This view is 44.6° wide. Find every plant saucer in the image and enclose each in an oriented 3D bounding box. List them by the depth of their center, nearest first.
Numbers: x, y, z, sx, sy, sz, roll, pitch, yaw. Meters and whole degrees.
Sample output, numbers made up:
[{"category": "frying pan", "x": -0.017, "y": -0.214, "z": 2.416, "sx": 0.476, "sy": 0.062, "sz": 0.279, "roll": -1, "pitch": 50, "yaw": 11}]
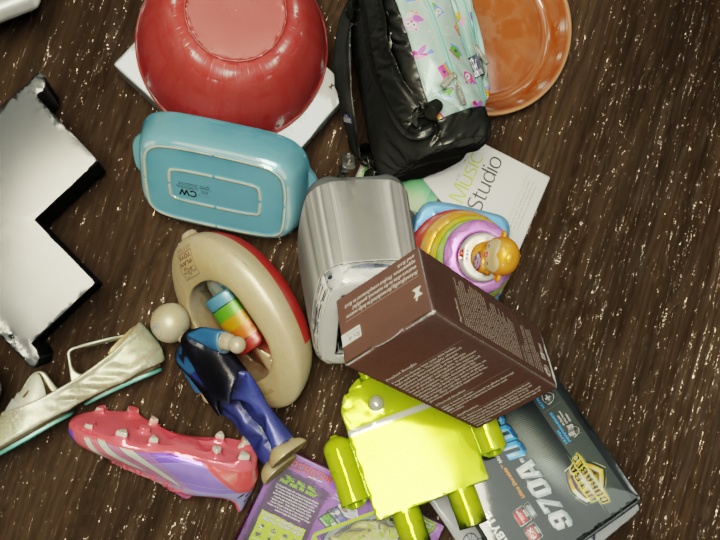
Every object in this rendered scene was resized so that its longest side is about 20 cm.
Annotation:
[{"category": "plant saucer", "x": 0.137, "y": -0.271, "z": 0.979, "sx": 0.197, "sy": 0.032, "sz": 0.203, "roll": 0, "pitch": 88, "yaw": -9}]

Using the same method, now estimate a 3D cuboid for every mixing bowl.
[{"category": "mixing bowl", "x": -0.121, "y": -0.234, "z": 0.850, "sx": 0.197, "sy": 0.108, "sz": 0.203, "roll": 0, "pitch": 87, "yaw": -10}]

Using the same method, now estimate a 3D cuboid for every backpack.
[{"category": "backpack", "x": 0.054, "y": -0.202, "z": 0.880, "sx": 0.125, "sy": 0.166, "sz": 0.203, "roll": -11, "pitch": 84, "yaw": -30}]

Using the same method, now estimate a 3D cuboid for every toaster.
[{"category": "toaster", "x": 0.000, "y": 0.000, "z": 0.855, "sx": 0.112, "sy": 0.201, "sz": 0.130, "roll": -3, "pitch": 51, "yaw": -10}]

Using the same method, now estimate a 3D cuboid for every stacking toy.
[{"category": "stacking toy", "x": 0.110, "y": -0.010, "z": 0.844, "sx": 0.108, "sy": 0.200, "sz": 0.118, "roll": 10, "pitch": 89, "yaw": -8}]

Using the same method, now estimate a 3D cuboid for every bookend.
[{"category": "bookend", "x": -0.315, "y": -0.047, "z": 0.870, "sx": 0.199, "sy": 0.092, "sz": 0.200, "roll": 46, "pitch": 81, "yaw": -6}]

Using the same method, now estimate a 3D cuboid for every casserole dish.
[{"category": "casserole dish", "x": -0.140, "y": -0.089, "z": 0.876, "sx": 0.197, "sy": 0.122, "sz": 0.039, "roll": 13, "pitch": 43, "yaw": 7}]

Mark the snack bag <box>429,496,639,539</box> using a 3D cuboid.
[{"category": "snack bag", "x": 0.194, "y": 0.255, "z": 0.971, "sx": 0.199, "sy": 0.021, "sz": 0.190, "roll": -35, "pitch": 93, "yaw": -9}]

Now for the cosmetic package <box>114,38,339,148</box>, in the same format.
[{"category": "cosmetic package", "x": -0.132, "y": -0.198, "z": 0.925, "sx": 0.200, "sy": 0.052, "sz": 0.151, "roll": 42, "pitch": 84, "yaw": -5}]

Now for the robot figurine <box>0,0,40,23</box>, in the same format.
[{"category": "robot figurine", "x": -0.375, "y": -0.309, "z": 0.861, "sx": 0.198, "sy": 0.113, "sz": 0.171, "roll": -28, "pitch": 73, "yaw": -8}]

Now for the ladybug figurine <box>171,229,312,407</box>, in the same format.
[{"category": "ladybug figurine", "x": -0.114, "y": 0.042, "z": 0.889, "sx": 0.072, "sy": 0.135, "sz": 0.201, "roll": -37, "pitch": 99, "yaw": -47}]

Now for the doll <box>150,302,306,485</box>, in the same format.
[{"category": "doll", "x": -0.133, "y": 0.107, "z": 0.856, "sx": 0.048, "sy": 0.137, "sz": 0.200, "roll": -32, "pitch": 72, "yaw": -35}]

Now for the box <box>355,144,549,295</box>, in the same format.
[{"category": "box", "x": 0.091, "y": -0.079, "z": 0.962, "sx": 0.198, "sy": 0.036, "sz": 0.146, "roll": 25, "pitch": 84, "yaw": -5}]

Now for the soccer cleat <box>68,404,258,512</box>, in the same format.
[{"category": "soccer cleat", "x": -0.202, "y": 0.194, "z": 0.894, "sx": 0.197, "sy": 0.067, "sz": 0.077, "roll": 12, "pitch": 107, "yaw": -4}]

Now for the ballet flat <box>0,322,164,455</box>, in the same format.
[{"category": "ballet flat", "x": -0.295, "y": 0.116, "z": 0.882, "sx": 0.198, "sy": 0.067, "sz": 0.063, "roll": -28, "pitch": 93, "yaw": -18}]

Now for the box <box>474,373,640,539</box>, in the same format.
[{"category": "box", "x": 0.170, "y": 0.200, "z": 0.928, "sx": 0.158, "sy": 0.046, "sz": 0.201, "roll": -31, "pitch": 75, "yaw": -6}]

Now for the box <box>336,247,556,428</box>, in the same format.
[{"category": "box", "x": 0.080, "y": 0.068, "z": 0.796, "sx": 0.100, "sy": 0.199, "sz": 0.076, "roll": -32, "pitch": 49, "yaw": 27}]

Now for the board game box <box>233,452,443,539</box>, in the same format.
[{"category": "board game box", "x": -0.023, "y": 0.282, "z": 0.933, "sx": 0.198, "sy": 0.032, "sz": 0.121, "roll": 28, "pitch": 88, "yaw": -7}]

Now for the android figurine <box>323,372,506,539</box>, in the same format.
[{"category": "android figurine", "x": 0.053, "y": 0.173, "z": 0.897, "sx": 0.180, "sy": 0.041, "sz": 0.202, "roll": -18, "pitch": 75, "yaw": -2}]
